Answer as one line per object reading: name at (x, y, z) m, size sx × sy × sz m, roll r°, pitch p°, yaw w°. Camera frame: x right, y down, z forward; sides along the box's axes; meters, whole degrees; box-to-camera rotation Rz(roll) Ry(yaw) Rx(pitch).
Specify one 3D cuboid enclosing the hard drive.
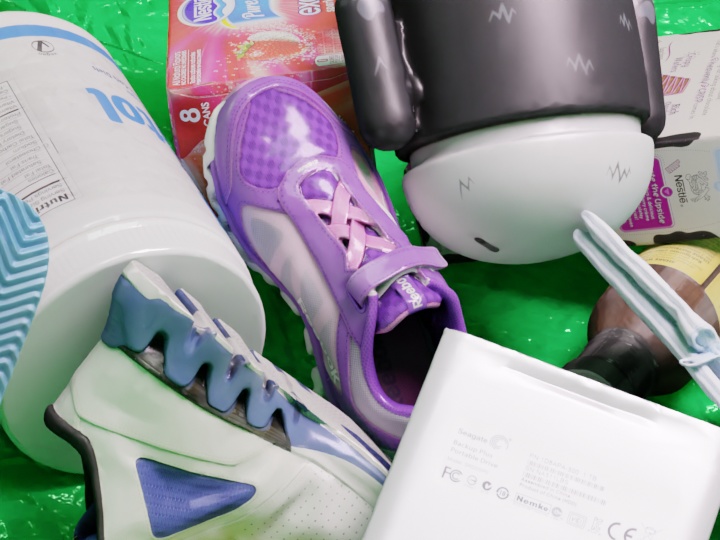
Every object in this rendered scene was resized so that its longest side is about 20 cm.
hard drive at (0.061, 0.135, 1.097) m, size 0.132 × 0.025 × 0.200 m, roll 20°, pitch 67°, yaw 5°

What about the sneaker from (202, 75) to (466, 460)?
sneaker at (0.000, 0.000, 1.217) m, size 0.080 × 0.088 × 0.200 m, roll -25°, pitch 89°, yaw -20°

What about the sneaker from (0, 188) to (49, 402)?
sneaker at (-0.193, 0.060, 1.115) m, size 0.077 × 0.200 × 0.081 m, roll 31°, pitch -12°, yaw -20°

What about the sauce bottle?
sauce bottle at (0.152, 0.021, 1.350) m, size 0.065 × 0.065 × 0.200 m, roll 27°, pitch 36°, yaw 19°

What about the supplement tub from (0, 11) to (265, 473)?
supplement tub at (-0.138, -0.017, 1.245) m, size 0.132 × 0.132 × 0.200 m, roll -7°, pitch 40°, yaw -27°

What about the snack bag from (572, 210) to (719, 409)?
snack bag at (0.187, 0.074, 1.212) m, size 0.189 × 0.021 × 0.200 m, roll 43°, pitch 7°, yaw -43°

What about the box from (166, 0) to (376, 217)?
box at (-0.045, -0.089, 1.362) m, size 0.095 × 0.100 × 0.200 m, roll -7°, pitch 26°, yaw 0°

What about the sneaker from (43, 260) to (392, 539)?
sneaker at (-0.058, 0.096, 1.153) m, size 0.199 × 0.115 × 0.081 m, roll 40°, pitch 4°, yaw -19°

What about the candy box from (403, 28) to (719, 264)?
candy box at (0.137, -0.067, 1.400) m, size 0.200 × 0.061 × 0.136 m, roll -6°, pitch 27°, yaw 21°

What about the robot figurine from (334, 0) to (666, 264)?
robot figurine at (0.069, -0.103, 1.274) m, size 0.150 × 0.200 × 0.125 m, roll -9°, pitch -8°, yaw 3°
